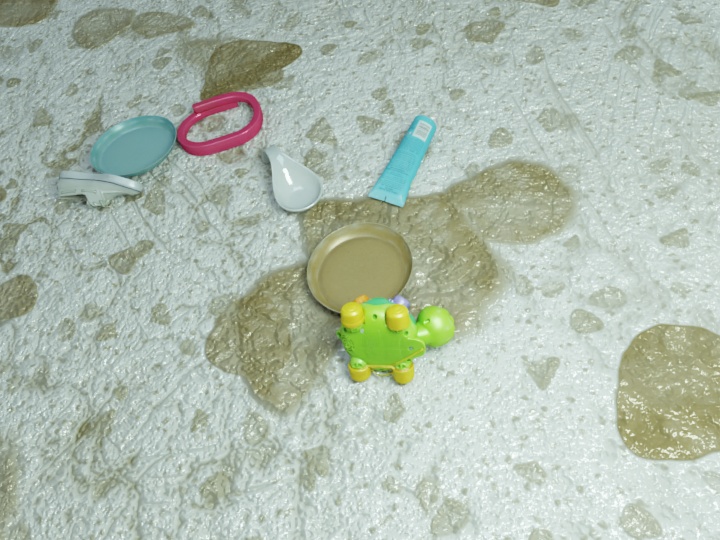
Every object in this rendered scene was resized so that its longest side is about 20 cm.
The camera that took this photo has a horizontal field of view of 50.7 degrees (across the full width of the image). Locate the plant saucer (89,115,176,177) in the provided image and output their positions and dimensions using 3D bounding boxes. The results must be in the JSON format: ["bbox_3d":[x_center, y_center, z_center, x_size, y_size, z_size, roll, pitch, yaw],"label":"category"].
[{"bbox_3d":[-0.496,-0.269,1.673,0.196,0.028,0.203,-7,48,8],"label":"plant saucer"}]

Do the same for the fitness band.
[{"bbox_3d":[-0.311,-0.323,1.678,0.196,0.038,0.146,-18,56,1],"label":"fitness band"}]

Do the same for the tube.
[{"bbox_3d":[0.091,-0.217,1.508,0.076,0.051,0.202,16,65,27],"label":"tube"}]

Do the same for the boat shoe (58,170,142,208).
[{"bbox_3d":[-0.554,-0.166,1.607,0.196,0.071,0.071,7,83,12],"label":"boat shoe"}]

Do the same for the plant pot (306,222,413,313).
[{"bbox_3d":[0.000,0.000,1.383,0.195,0.028,0.203,-6,54,8],"label":"plant pot"}]

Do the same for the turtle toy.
[{"bbox_3d":[0.056,0.100,1.243,0.195,0.148,0.102,1,33,12],"label":"turtle toy"}]

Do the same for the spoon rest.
[{"bbox_3d":[-0.148,-0.190,1.530,0.098,0.061,0.201,-31,54,-10],"label":"spoon rest"}]
